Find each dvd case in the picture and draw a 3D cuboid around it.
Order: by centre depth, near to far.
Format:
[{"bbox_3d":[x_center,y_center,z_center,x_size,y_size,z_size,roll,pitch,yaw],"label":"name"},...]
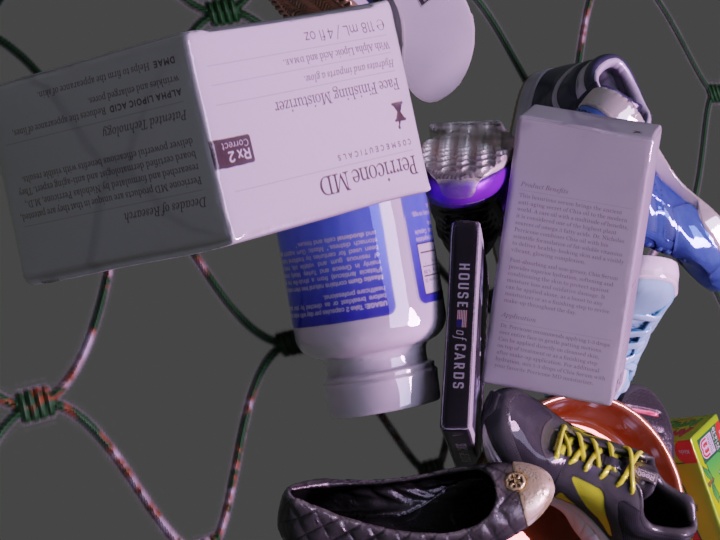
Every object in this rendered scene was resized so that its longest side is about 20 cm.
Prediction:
[{"bbox_3d":[0.078,0.060,1.688,0.200,0.025,0.151,65,27,-76],"label":"dvd case"}]

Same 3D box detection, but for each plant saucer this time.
[{"bbox_3d":[0.162,0.194,1.742,0.199,0.032,0.202,3,85,-30],"label":"plant saucer"}]

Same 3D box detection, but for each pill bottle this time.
[{"bbox_3d":[0.000,0.000,1.629,0.112,0.112,0.201,-11,92,-48],"label":"pill bottle"}]

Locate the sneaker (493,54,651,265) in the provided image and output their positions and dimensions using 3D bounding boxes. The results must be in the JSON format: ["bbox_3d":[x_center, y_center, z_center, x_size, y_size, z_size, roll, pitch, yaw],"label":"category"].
[{"bbox_3d":[0.169,-0.081,1.818,0.070,0.108,0.201,25,63,-33],"label":"sneaker"}]

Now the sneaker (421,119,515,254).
[{"bbox_3d":[0.083,-0.054,1.714,0.200,0.069,0.100,-66,155,-77],"label":"sneaker"}]

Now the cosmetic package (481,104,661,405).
[{"bbox_3d":[0.155,-0.012,1.673,0.071,0.101,0.201,-41,140,-72],"label":"cosmetic package"}]

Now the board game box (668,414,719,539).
[{"bbox_3d":[0.276,0.223,1.908,0.048,0.101,0.201,-35,109,-46],"label":"board game box"}]

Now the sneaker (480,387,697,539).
[{"bbox_3d":[0.171,0.143,1.675,0.200,0.084,0.075,39,49,-28],"label":"sneaker"}]

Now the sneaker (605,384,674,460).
[{"bbox_3d":[0.189,0.188,1.827,0.073,0.087,0.201,19,77,-29],"label":"sneaker"}]

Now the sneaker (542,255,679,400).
[{"bbox_3d":[0.198,0.061,1.776,0.073,0.200,0.082,2,61,-16],"label":"sneaker"}]

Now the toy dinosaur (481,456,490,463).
[{"bbox_3d":[0.051,0.217,1.655,0.058,0.101,0.201,52,46,-31],"label":"toy dinosaur"}]

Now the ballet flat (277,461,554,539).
[{"bbox_3d":[0.040,0.167,1.606,0.057,0.199,0.067,87,-9,-46],"label":"ballet flat"}]

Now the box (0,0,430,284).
[{"bbox_3d":[-0.098,-0.083,1.466,0.198,0.199,0.131,-17,96,-48],"label":"box"}]

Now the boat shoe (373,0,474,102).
[{"bbox_3d":[0.033,-0.215,1.730,0.071,0.064,0.200,-35,137,-13],"label":"boat shoe"}]

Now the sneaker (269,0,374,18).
[{"bbox_3d":[-0.045,-0.252,1.654,0.200,0.070,0.109,34,61,-37],"label":"sneaker"}]

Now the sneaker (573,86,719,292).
[{"bbox_3d":[0.207,-0.033,1.767,0.111,0.077,0.200,-46,116,-15],"label":"sneaker"}]
